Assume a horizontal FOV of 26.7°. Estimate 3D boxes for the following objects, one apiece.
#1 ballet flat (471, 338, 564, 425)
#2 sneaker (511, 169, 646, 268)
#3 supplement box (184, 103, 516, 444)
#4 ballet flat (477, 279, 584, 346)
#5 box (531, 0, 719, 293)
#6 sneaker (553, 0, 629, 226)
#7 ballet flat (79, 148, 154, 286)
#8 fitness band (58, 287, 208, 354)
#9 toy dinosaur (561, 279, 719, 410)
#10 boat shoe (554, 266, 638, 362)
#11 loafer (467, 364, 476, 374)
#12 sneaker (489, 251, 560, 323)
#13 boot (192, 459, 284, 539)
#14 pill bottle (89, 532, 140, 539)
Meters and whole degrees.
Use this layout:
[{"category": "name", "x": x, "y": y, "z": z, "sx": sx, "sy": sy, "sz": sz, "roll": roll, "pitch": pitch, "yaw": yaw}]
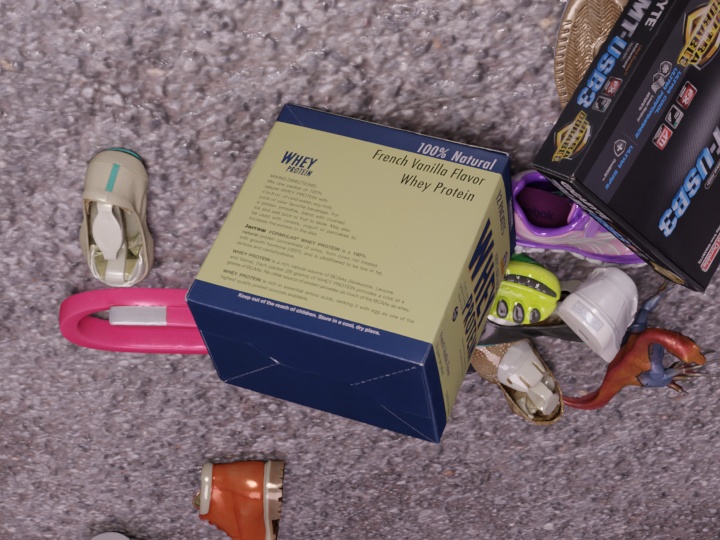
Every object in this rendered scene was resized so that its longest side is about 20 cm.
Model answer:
[{"category": "ballet flat", "x": 0.167, "y": 0.103, "z": 1.551, "sx": 0.071, "sy": 0.065, "sz": 0.200, "roll": -52, "pitch": 145, "yaw": -5}, {"category": "sneaker", "x": 0.198, "y": -0.050, "z": 1.298, "sx": 0.200, "sy": 0.081, "sz": 0.088, "roll": 2, "pitch": 167, "yaw": -7}, {"category": "supplement box", "x": 0.000, "y": 0.000, "z": 1.218, "sx": 0.200, "sy": 0.200, "sz": 0.134, "roll": 15, "pitch": 151, "yaw": 17}, {"category": "ballet flat", "x": 0.164, "y": 0.032, "z": 1.460, "sx": 0.200, "sy": 0.068, "sz": 0.068, "roll": 0, "pitch": 138, "yaw": -23}, {"category": "box", "x": 0.245, "y": -0.112, "z": 1.145, "sx": 0.198, "sy": 0.200, "sz": 0.050, "roll": 35, "pitch": 174, "yaw": -40}, {"category": "sneaker", "x": 0.192, "y": -0.144, "z": 1.202, "sx": 0.071, "sy": 0.113, "sz": 0.200, "roll": -6, "pitch": 116, "yaw": 9}, {"category": "ballet flat", "x": -0.217, "y": -0.027, "z": 1.334, "sx": 0.069, "sy": 0.070, "sz": 0.200, "roll": 0, "pitch": 147, "yaw": -4}, {"category": "fitness band", "x": -0.186, "y": 0.050, "z": 1.447, "sx": 0.200, "sy": 0.037, "sz": 0.144, "roll": 3, "pitch": 166, "yaw": -9}, {"category": "toy dinosaur", "x": 0.279, "y": 0.094, "z": 1.464, "sx": 0.200, "sy": 0.105, "sz": 0.181, "roll": -45, "pitch": 164, "yaw": 11}, {"category": "boat shoe", "x": 0.216, "y": 0.031, "z": 1.349, "sx": 0.069, "sy": 0.072, "sz": 0.200, "roll": -45, "pitch": 164, "yaw": 2}, {"category": "loafer", "x": 0.046, "y": 0.075, "z": 1.509, "sx": 0.200, "sy": 0.063, "sz": 0.072, "roll": 25, "pitch": 138, "yaw": -35}, {"category": "sneaker", "x": 0.082, "y": -0.008, "z": 1.370, "sx": 0.200, "sy": 0.084, "sz": 0.074, "roll": 24, "pitch": 103, "yaw": -7}, {"category": "boot", "x": -0.147, "y": 0.290, "z": 1.819, "sx": 0.107, "sy": 0.075, "sz": 0.200, "roll": 3, "pitch": 138, "yaw": -3}, {"category": "pill bottle", "x": -0.292, "y": 0.411, "z": 1.946, "sx": 0.112, "sy": 0.112, "sz": 0.200, "roll": -10, "pitch": 145, "yaw": 10}]
